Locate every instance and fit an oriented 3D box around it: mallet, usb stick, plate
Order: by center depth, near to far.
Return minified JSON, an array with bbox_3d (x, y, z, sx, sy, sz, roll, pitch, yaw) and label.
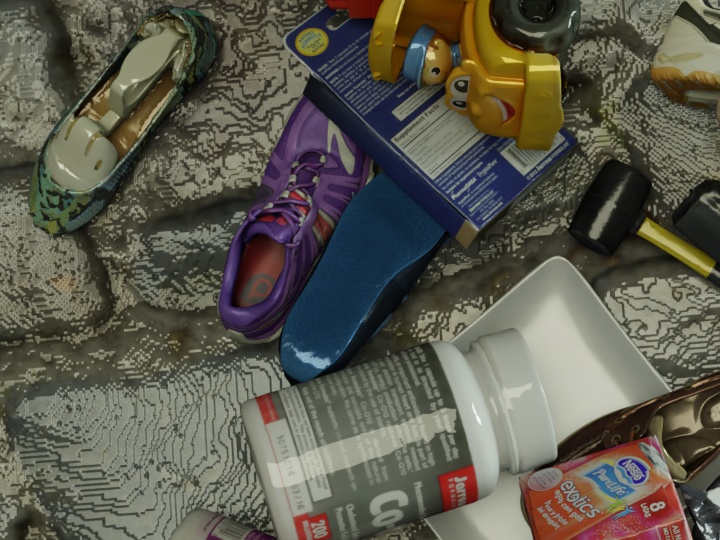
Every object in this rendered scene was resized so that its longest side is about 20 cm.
[{"bbox_3d":[0.303,0.012,1.461,0.200,0.056,0.033,40,54,2],"label":"usb stick"},{"bbox_3d":[0.128,0.125,1.495,0.200,0.032,0.200,-39,79,0],"label":"plate"},{"bbox_3d":[0.240,0.003,1.500,0.200,0.041,0.066,39,86,6],"label":"mallet"}]

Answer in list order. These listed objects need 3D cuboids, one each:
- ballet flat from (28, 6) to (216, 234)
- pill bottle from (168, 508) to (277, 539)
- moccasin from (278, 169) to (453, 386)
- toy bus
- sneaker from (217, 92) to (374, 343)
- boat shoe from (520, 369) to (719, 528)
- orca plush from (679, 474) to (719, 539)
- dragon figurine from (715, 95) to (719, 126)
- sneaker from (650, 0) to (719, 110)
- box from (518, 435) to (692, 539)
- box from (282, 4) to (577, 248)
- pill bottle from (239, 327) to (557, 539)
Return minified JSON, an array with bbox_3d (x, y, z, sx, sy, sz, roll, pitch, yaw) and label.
[{"bbox_3d":[-0.184,-0.116,1.546,0.074,0.074,0.201,35,87,10],"label":"ballet flat"},{"bbox_3d":[-0.047,0.252,1.456,0.199,0.112,0.113,22,85,9],"label":"pill bottle"},{"bbox_3d":[0.000,0.000,1.501,0.080,0.068,0.200,37,69,13],"label":"moccasin"},{"bbox_3d":[0.054,-0.190,1.468,0.190,0.136,0.201,-2,65,-3],"label":"toy bus"},{"bbox_3d":[-0.046,-0.042,1.512,0.080,0.083,0.201,20,84,8],"label":"sneaker"},{"bbox_3d":[0.200,0.122,1.436,0.199,0.072,0.073,-26,80,1],"label":"boat shoe"},{"bbox_3d":[0.302,0.166,1.440,0.199,0.071,0.105,-25,57,-33],"label":"orca plush"},{"bbox_3d":[0.338,-0.061,1.484,0.099,0.059,0.200,-37,84,-2],"label":"dragon figurine"},{"bbox_3d":[0.304,-0.156,1.474,0.199,0.076,0.088,13,75,28],"label":"sneaker"},{"bbox_3d":[0.182,0.223,1.392,0.099,0.096,0.201,-18,121,4],"label":"box"},{"bbox_3d":[0.046,-0.122,1.513,0.200,0.032,0.121,45,58,9],"label":"box"},{"bbox_3d":[0.026,0.115,1.428,0.199,0.114,0.115,-17,80,-5],"label":"pill bottle"}]
